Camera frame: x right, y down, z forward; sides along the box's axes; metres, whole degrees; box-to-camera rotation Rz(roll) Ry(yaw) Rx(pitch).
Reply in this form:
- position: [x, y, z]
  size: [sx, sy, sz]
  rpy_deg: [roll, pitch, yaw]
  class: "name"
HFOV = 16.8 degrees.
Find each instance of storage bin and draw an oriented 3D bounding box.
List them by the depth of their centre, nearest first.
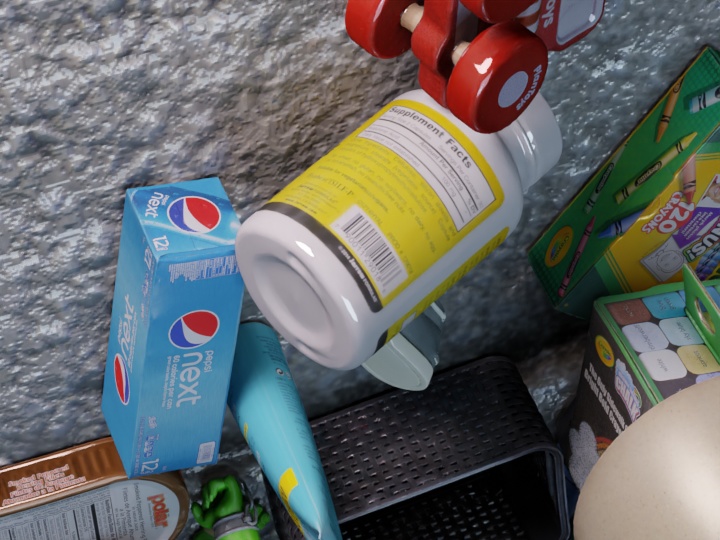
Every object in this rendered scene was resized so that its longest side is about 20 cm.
- position: [0.040, 0.162, 1.746]
  size: [0.199, 0.094, 0.136]
  rpy_deg: [-20, 139, -9]
  class: "storage bin"

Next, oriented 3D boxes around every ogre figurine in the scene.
- position: [-0.093, 0.254, 1.752]
  size: [0.098, 0.120, 0.200]
  rpy_deg: [7, 130, -33]
  class: "ogre figurine"

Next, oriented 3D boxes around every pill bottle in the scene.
- position: [0.029, -0.040, 1.479]
  size: [0.200, 0.111, 0.112]
  rpy_deg: [-39, 145, -25]
  class: "pill bottle"

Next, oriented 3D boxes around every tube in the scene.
- position: [-0.046, 0.119, 1.575]
  size: [0.050, 0.200, 0.078]
  rpy_deg: [-29, 138, 2]
  class: "tube"

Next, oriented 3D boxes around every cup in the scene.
- position: [0.254, 0.185, 1.558]
  size: [0.199, 0.144, 0.201]
  rpy_deg: [-12, 132, -14]
  class: "cup"

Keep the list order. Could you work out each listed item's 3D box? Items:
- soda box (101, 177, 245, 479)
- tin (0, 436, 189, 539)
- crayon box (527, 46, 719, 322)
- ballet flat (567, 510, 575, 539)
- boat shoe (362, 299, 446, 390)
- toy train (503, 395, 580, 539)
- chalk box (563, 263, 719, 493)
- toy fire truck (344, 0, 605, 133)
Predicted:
- position: [-0.120, 0.039, 1.553]
  size: [0.064, 0.068, 0.201]
  rpy_deg: [-8, 136, -21]
  class: "soda box"
- position: [-0.214, 0.177, 1.673]
  size: [0.199, 0.042, 0.112]
  rpy_deg: [-16, 142, -12]
  class: "tin"
- position: [0.222, -0.046, 1.651]
  size: [0.118, 0.058, 0.200]
  rpy_deg: [18, 123, -39]
  class: "crayon box"
- position: [0.177, 0.223, 1.797]
  size: [0.072, 0.068, 0.201]
  rpy_deg: [1, 135, -31]
  class: "ballet flat"
- position: [0.000, 0.000, 1.598]
  size: [0.200, 0.072, 0.062]
  rpy_deg: [54, 54, -42]
  class: "boat shoe"
- position: [0.186, 0.161, 1.834]
  size: [0.114, 0.087, 0.200]
  rpy_deg: [15, 127, -27]
  class: "toy train"
- position: [0.227, 0.088, 1.646]
  size: [0.123, 0.125, 0.201]
  rpy_deg: [-8, 132, -18]
  class: "chalk box"
- position: [0.088, -0.190, 1.412]
  size: [0.168, 0.112, 0.201]
  rpy_deg: [-34, 146, -30]
  class: "toy fire truck"
